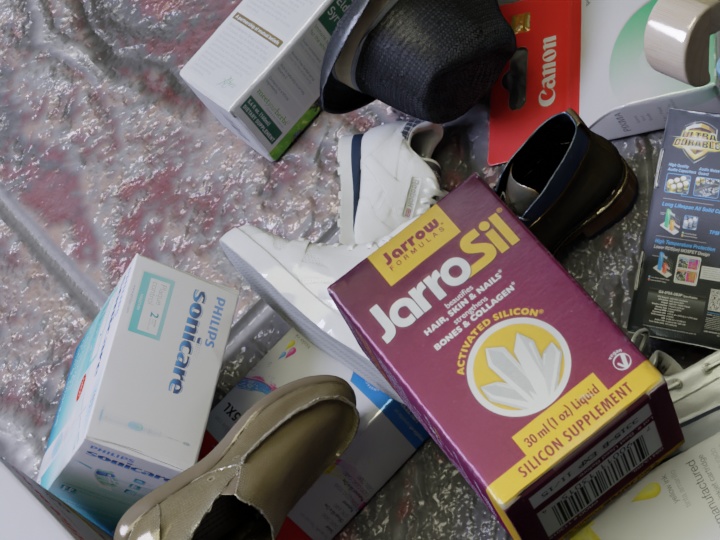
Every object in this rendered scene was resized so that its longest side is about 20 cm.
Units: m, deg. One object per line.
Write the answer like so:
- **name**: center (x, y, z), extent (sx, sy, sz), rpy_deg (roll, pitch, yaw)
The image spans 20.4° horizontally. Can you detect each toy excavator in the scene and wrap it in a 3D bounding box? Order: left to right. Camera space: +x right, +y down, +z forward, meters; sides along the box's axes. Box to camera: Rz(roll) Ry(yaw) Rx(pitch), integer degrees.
- **toy excavator**: center (0.280, -0.166, 1.368), extent (0.100, 0.200, 0.195), rpy_deg (29, 73, 40)

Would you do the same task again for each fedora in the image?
- **fedora**: center (0.059, -0.172, 1.536), extent (0.091, 0.201, 0.201), rpy_deg (41, 84, 16)

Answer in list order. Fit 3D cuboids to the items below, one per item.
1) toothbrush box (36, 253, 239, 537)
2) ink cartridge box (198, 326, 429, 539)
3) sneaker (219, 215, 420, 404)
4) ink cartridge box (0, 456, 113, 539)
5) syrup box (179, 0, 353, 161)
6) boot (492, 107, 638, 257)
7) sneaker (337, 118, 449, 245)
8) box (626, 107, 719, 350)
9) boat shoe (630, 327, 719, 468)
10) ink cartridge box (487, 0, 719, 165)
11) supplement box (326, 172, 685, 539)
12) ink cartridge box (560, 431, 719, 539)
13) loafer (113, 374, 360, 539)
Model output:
- **toothbrush box**: center (-0.168, 0.100, 1.462), extent (0.200, 0.085, 0.148), rpy_deg (135, 152, -60)
- **ink cartridge box**: center (-0.046, 0.128, 1.457), extent (0.200, 0.067, 0.116), rpy_deg (-46, 50, -5)
- **sneaker**: center (0.000, 0.000, 1.431), extent (0.199, 0.074, 0.116), rpy_deg (35, 76, 29)
- **ink cartridge box**: center (-0.199, 0.226, 1.395), extent (0.086, 0.200, 0.147), rpy_deg (-48, 50, -6)
- **syrup box**: center (-0.047, -0.199, 1.661), extent (0.200, 0.079, 0.081), rpy_deg (-48, 49, -6)
- **boot**: center (0.105, -0.033, 1.456), extent (0.200, 0.097, 0.075), rpy_deg (-42, 49, -1)
- **sneaker**: center (0.030, -0.036, 1.516), extent (0.080, 0.077, 0.201), rpy_deg (-14, 52, 12)
- **box**: center (0.286, -0.018, 1.341), extent (0.199, 0.046, 0.161), rpy_deg (10, 88, 34)
- **boat shoe**: center (0.198, 0.081, 1.318), extent (0.201, 0.074, 0.087), rpy_deg (-27, 74, 25)
- **ink cartridge box**: center (0.185, -0.175, 1.536), extent (0.198, 0.050, 0.162), rpy_deg (-10, 56, 22)
- **supplement box**: center (0.093, 0.060, 1.273), extent (0.131, 0.103, 0.200), rpy_deg (-38, 58, -4)
- **ink cartridge box**: center (0.186, 0.215, 1.258), extent (0.199, 0.083, 0.146), rpy_deg (-30, 50, 10)
- **loafer**: center (-0.071, 0.149, 1.348), extent (0.200, 0.076, 0.067), rpy_deg (-39, 45, -17)
